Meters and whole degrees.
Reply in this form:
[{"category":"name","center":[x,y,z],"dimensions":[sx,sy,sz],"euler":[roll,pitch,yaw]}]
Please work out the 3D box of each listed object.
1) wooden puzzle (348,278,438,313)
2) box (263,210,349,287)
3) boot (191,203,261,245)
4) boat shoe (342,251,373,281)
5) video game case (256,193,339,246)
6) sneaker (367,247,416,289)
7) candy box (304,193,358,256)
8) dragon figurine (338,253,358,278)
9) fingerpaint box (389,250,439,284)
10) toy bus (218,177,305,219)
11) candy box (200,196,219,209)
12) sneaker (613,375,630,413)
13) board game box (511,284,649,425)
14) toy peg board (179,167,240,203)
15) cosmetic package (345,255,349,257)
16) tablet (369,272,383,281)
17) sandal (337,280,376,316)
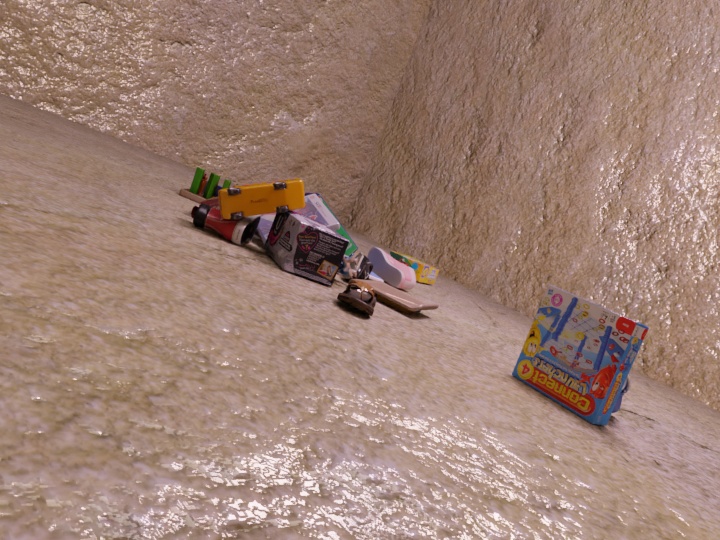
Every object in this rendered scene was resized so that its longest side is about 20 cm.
[{"category":"wooden puzzle","center":[0.083,0.067,1.513],"dimensions":[0.196,0.038,0.184],"euler":[21,5,21]},{"category":"box","center":[-0.130,-0.061,1.390],"dimensions":[0.130,0.117,0.200],"euler":[20,6,-25]},{"category":"boot","center":[-0.319,-0.121,1.436],"dimensions":[0.141,0.074,0.200],"euler":[22,9,1]},{"category":"boat shoe","center":[0.000,0.000,1.611],"dimensions":[0.068,0.072,0.200],"euler":[48,11,-3]},{"category":"video game case","center":[-0.175,-0.130,1.569],"dimensions":[0.195,0.023,0.183],"euler":[-18,37,-17]},{"category":"sneaker","center":[0.104,-0.001,1.957],"dimensions":[0.103,0.077,0.200],"euler":[14,21,-42]},{"category":"candy box","center":[-0.109,-0.127,1.794],"dimensions":[0.201,0.077,0.169],"euler":[52,-10,-17]},{"category":"dragon figurine","center":[-0.061,-0.015,1.462],"dimensions":[0.096,0.061,0.200],"euler":[5,2,8]},{"category":"fingerpaint box","center":[0.217,-0.009,2.517],"dimensions":[0.164,0.075,0.199],"euler":[25,6,24]},{"category":"toy bus","center":[-0.223,-0.164,1.371],"dimensions":[0.195,0.067,0.078],"euler":[-11,19,-22]},{"category":"candy box","center":[-0.345,-0.170,1.584],"dimensions":[0.113,0.058,0.200],"euler":[-13,9,-4]},{"category":"sneaker","center":[0.496,0.230,1.214],"dimensions":[0.202,0.074,0.078],"euler":[61,0,-38]},{"category":"board game box","center":[0.415,0.157,1.167],"dimensions":[0.055,0.200,0.198],"euler":[16,8,-41]},{"category":"toy peg board","center":[-0.451,-0.252,1.939],"dimensions":[0.196,0.100,0.199],"euler":[23,6,-7]},{"category":"cosmetic package","center":[-0.133,-0.054,1.635],"dimensions":[0.196,0.052,0.082],"euler":[25,3,22]},{"category":"tablet","center":[-0.010,-0.005,1.883],"dimensions":[0.127,0.014,0.200],"euler":[22,5,-18]},{"category":"sandal","center":[0.004,0.049,1.229],"dimensions":[0.080,0.056,0.200],"euler":[24,6,9]}]
